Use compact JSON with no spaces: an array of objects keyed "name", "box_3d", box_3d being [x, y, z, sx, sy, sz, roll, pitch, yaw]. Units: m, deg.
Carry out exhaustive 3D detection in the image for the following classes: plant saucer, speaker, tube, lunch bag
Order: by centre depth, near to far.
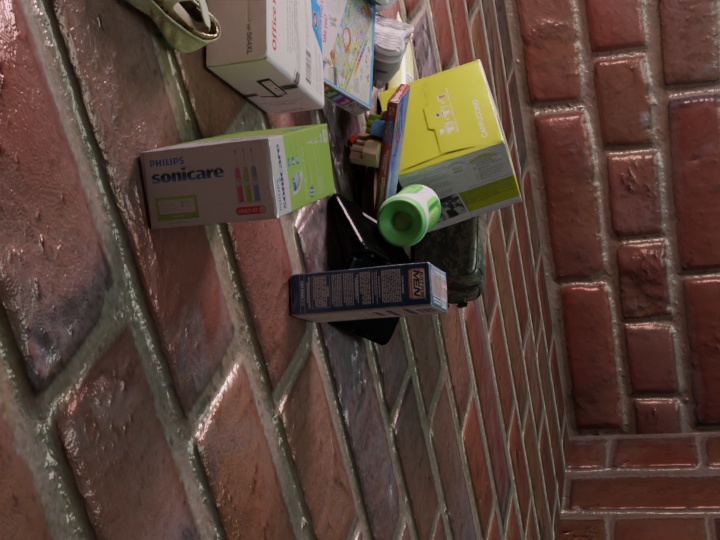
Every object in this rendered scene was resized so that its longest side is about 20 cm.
[{"name":"speaker","box_3d":[0.081,-0.091,1.852,0.200,0.088,0.089,-41,125,-75]},{"name":"plant saucer","box_3d":[0.039,-0.106,1.979,0.200,0.032,0.201,-5,90,-74]},{"name":"tube","box_3d":[0.078,-0.395,2.163,0.058,0.052,0.201,130,-29,-49]},{"name":"lunch bag","box_3d":[0.189,-0.042,2.271,0.168,0.139,0.201,47,42,-63]}]

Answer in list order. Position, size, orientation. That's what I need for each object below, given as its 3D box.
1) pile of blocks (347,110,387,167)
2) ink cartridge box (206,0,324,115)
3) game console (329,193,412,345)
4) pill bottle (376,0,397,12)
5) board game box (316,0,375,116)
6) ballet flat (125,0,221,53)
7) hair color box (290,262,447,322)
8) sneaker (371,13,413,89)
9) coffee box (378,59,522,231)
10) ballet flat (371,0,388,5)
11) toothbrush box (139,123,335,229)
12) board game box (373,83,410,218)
[{"name":"pile of blocks","box_3d":[0.017,-0.225,1.871,0.200,0.062,0.082,-55,155,-71]},{"name":"ink cartridge box","box_3d":[-0.117,-0.295,1.422,0.200,0.084,0.147,29,58,-69]},{"name":"game console","box_3d":[0.000,0.000,1.794,0.200,0.116,0.176,29,28,-58]},{"name":"pill bottle","box_3d":[0.027,-0.494,1.899,0.200,0.111,0.112,-60,142,-62]},{"name":"board game box","box_3d":[-0.036,-0.349,1.700,0.134,0.034,0.201,25,60,-43]},{"name":"ballet flat","box_3d":[-0.203,-0.292,1.176,0.200,0.062,0.068,43,45,-66]},{"name":"hair color box","box_3d":[0.013,0.032,1.568,0.100,0.199,0.061,25,61,-71]},{"name":"sneaker","box_3d":[0.036,-0.357,1.838,0.200,0.074,0.082,-70,178,-61]},{"name":"coffee box","box_3d":[0.164,-0.224,2.069,0.198,0.199,0.200,60,16,-56]},{"name":"ballet flat","box_3d":[-0.004,-0.503,1.742,0.200,0.069,0.069,57,17,3]},{"name":"toothbrush box","box_3d":[-0.127,-0.106,1.237,0.200,0.145,0.087,-34,118,-72]},{"name":"board game box","box_3d":[0.051,-0.195,1.861,0.103,0.019,0.201,-63,162,-62]}]
